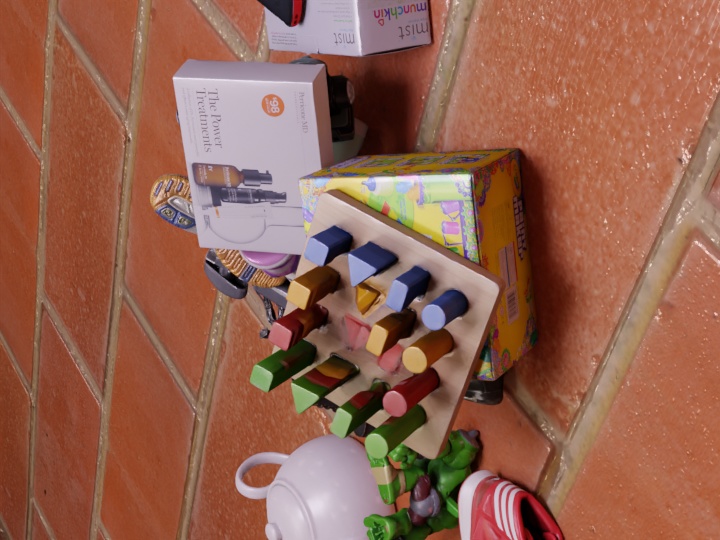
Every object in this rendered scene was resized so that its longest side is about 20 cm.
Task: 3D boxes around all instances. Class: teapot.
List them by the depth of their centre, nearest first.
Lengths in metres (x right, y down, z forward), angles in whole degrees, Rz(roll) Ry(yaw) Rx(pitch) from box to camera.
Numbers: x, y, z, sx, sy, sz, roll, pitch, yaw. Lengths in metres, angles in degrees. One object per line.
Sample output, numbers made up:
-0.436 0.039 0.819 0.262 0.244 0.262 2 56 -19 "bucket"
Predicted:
-0.058 0.311 1.735 0.200 0.145 0.199 -34 74 60 "teapot"

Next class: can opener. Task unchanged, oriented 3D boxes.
-0.113 0.025 1.718 0.199 0.053 0.067 31 132 18 "can opener"

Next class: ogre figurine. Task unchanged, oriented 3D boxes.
0.071 0.247 1.513 0.098 0.119 0.202 29 126 56 "ogre figurine"

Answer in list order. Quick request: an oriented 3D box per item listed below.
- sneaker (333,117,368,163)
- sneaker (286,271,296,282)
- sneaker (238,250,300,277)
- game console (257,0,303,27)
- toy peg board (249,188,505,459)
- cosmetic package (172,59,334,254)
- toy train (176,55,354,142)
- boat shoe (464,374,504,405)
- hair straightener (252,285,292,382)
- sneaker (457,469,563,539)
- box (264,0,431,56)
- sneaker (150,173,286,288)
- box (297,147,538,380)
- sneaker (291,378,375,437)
-0.082 -0.140 1.592 0.200 0.073 0.119 23 89 52 "sneaker"
-0.067 -0.002 1.611 0.199 0.075 0.085 38 155 0 "sneaker"
-0.114 -0.073 1.539 0.089 0.080 0.201 61 -169 -61 "sneaker"
-0.113 -0.376 1.438 0.200 0.031 0.178 46 138 44 "game console"
0.003 0.063 1.264 0.199 0.098 0.200 28 118 19 "toy peg board"
-0.104 -0.115 1.397 0.149 0.052 0.201 3 123 14 "cosmetic package"
-0.097 -0.171 1.473 0.114 0.198 0.086 42 -138 -71 "toy train"
0.082 0.111 1.480 0.199 0.070 0.064 6 108 57 "boat shoe"
-0.096 0.065 1.756 0.041 0.077 0.202 -13 90 45 "hair straightener"
0.159 0.322 1.442 0.115 0.078 0.202 13 116 58 "sneaker"
-0.025 -0.321 1.432 0.199 0.096 0.178 16 117 56 "box"
-0.165 -0.058 1.680 0.200 0.075 0.088 39 -171 -3 "sneaker"
0.059 -0.008 1.338 0.191 0.122 0.202 1 106 29 "box"
-0.030 0.146 1.625 0.075 0.106 0.201 48 155 36 "sneaker"
